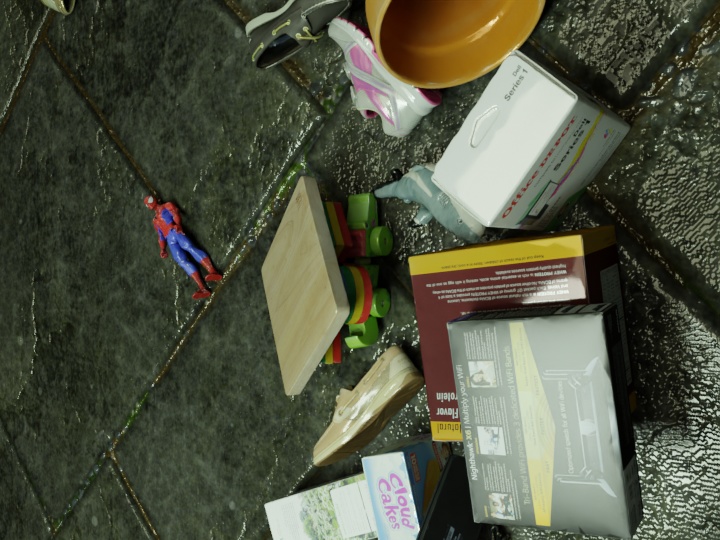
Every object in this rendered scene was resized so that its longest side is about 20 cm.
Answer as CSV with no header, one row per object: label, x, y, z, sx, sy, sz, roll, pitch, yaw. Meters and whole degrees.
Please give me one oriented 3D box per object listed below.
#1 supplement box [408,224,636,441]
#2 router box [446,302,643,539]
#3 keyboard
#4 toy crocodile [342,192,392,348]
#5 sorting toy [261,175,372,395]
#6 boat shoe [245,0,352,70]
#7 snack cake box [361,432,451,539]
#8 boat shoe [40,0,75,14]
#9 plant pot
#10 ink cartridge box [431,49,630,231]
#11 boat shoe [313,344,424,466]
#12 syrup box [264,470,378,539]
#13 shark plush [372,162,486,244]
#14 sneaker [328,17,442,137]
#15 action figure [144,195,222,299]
supplement box,0.176,0.069,0.786,0.194,0.132,0.206,-7,93,34
router box,0.173,0.139,0.685,0.154,0.052,0.206,-6,94,35
keyboard,0.113,0.327,0.834,0.127,0.202,0.020,41,145,-16
toy crocodile,0.000,0.000,0.957,0.066,0.061,0.206,3,93,34
sorting toy,-0.055,0.023,0.932,0.201,0.068,0.202,-58,40,47
boat shoe,-0.082,-0.338,1.001,0.198,0.071,0.062,-12,82,42
snack cake box,0.077,0.312,0.881,0.066,0.114,0.205,-17,82,35
boat shoe,-0.532,-0.573,1.306,0.062,0.073,0.205,27,109,23
plant pot,0.088,-0.349,0.824,0.199,0.198,0.187,-34,57,30
ink cartridge box,0.181,-0.123,0.746,0.084,0.198,0.146,44,114,25
boat shoe,0.001,0.183,0.963,0.200,0.071,0.065,-46,61,18
syrup box,-0.030,0.325,0.976,0.198,0.081,0.081,-27,75,32
shark plush,0.076,-0.090,0.883,0.197,0.090,0.085,17,90,37
sneaker,0.013,-0.248,0.930,0.089,0.080,0.201,-52,59,28
action figure,-0.298,-0.049,1.173,0.066,0.051,0.201,-51,62,28
